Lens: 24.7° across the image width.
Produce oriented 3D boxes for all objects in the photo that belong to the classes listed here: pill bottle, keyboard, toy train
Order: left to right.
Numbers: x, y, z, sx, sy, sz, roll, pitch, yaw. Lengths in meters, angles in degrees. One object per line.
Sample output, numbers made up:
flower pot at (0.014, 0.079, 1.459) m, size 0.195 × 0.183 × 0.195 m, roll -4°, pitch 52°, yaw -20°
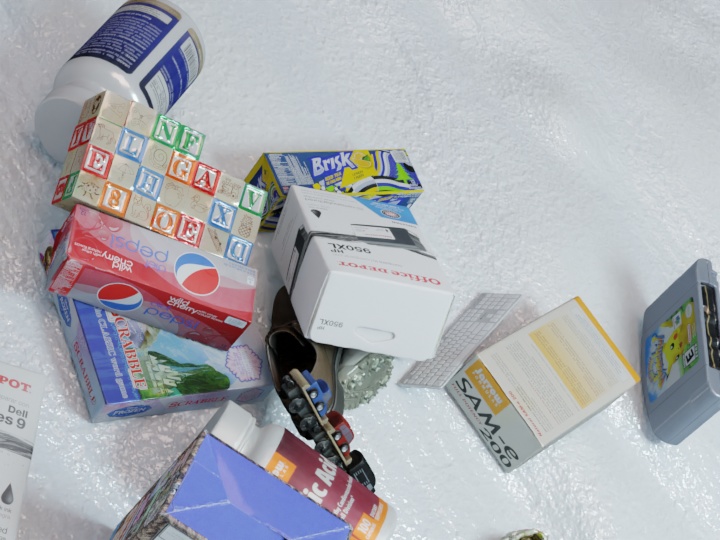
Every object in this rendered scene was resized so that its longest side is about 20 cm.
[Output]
pill bottle at (-0.257, -0.198, 1.762) m, size 0.116 × 0.116 × 0.200 m, roll 38°, pitch 45°, yaw -5°
pill bottle at (-0.074, 0.220, 1.584) m, size 0.200 × 0.114 × 0.114 m, roll 36°, pitch 46°, yaw -7°
toy train at (-0.028, 0.164, 1.626) m, size 0.046 × 0.200 × 0.034 m, roll -34°, pitch 42°, yaw -7°
keyboard at (0.116, 0.077, 1.860) m, size 0.200 × 0.056 × 0.011 m, roll -44°, pitch 120°, yaw -44°

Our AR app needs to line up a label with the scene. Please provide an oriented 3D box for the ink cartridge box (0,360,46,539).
ink cartridge box at (-0.369, 0.169, 1.442) m, size 0.145 × 0.084 × 0.201 m, roll 20°, pitch 49°, yaw -21°

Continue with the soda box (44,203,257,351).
soda box at (-0.204, 0.008, 1.626) m, size 0.199 × 0.063 × 0.070 m, roll 21°, pitch 50°, yaw -21°

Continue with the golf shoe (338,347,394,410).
golf shoe at (0.002, 0.076, 1.786) m, size 0.097 × 0.079 × 0.200 m, roll 31°, pitch 40°, yaw 17°

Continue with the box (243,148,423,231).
box at (-0.031, -0.093, 1.869) m, size 0.199 × 0.070 × 0.065 m, roll -4°, pitch 59°, yaw -36°

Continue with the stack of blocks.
stack of blocks at (-0.196, -0.086, 1.661) m, size 0.199 × 0.058 × 0.116 m, roll 24°, pitch 72°, yaw -27°

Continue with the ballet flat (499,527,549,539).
ballet flat at (0.133, 0.327, 1.682) m, size 0.076 × 0.064 × 0.200 m, roll 43°, pitch 46°, yaw 0°

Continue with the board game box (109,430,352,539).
board game box at (-0.130, 0.260, 1.446) m, size 0.159 × 0.200 × 0.097 m, roll 35°, pitch 46°, yaw -9°

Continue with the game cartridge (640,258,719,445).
game cartridge at (0.384, 0.100, 1.966) m, size 0.040 × 0.134 × 0.201 m, roll 15°, pitch 50°, yaw -15°

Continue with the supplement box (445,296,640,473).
supplement box at (0.208, 0.127, 1.870) m, size 0.200 × 0.074 × 0.126 m, roll -25°, pitch 75°, yaw -43°

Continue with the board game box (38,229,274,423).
board game box at (-0.205, 0.047, 1.671) m, size 0.199 × 0.041 × 0.201 m, roll -5°, pitch 62°, yaw -37°

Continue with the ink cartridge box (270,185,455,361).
ink cartridge box at (0.000, 0.000, 1.728) m, size 0.144 × 0.085 × 0.200 m, roll 10°, pitch 26°, yaw -20°

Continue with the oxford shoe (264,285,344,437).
oxford shoe at (-0.062, 0.072, 1.696) m, size 0.085 × 0.072 × 0.200 m, roll 57°, pitch 11°, yaw -39°
